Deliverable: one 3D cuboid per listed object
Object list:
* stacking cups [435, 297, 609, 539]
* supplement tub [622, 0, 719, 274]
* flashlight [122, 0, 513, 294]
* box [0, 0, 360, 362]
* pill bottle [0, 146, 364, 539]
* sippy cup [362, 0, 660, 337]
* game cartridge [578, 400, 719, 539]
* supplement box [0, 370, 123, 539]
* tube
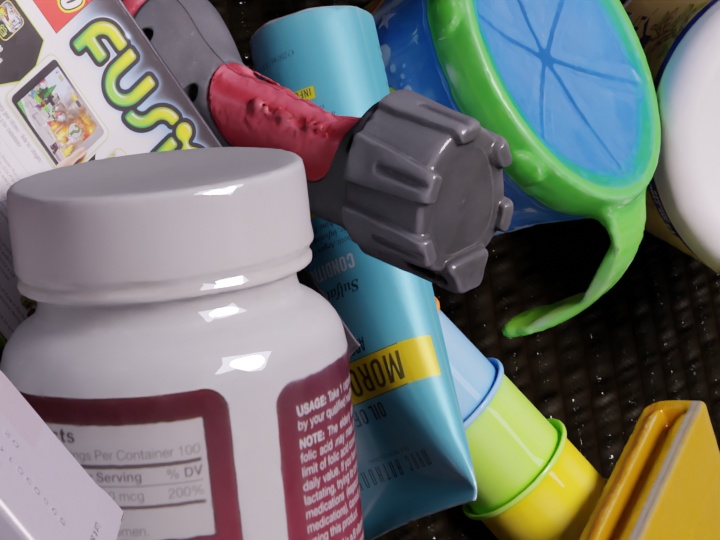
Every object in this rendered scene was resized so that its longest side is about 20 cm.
[{"bbox_3d":[0.028,0.042,0.966,0.200,0.060,0.061,48,40,-13],"label":"stacking cups"},{"bbox_3d":[0.185,-0.073,1.079,0.146,0.145,0.200,53,-1,-12],"label":"supplement tub"},{"bbox_3d":[-0.032,-0.060,0.843,0.068,0.199,0.068,34,82,-49],"label":"flashlight"},{"bbox_3d":[-0.092,-0.010,0.805,0.110,0.035,0.201,-46,119,-24],"label":"box"},{"bbox_3d":[-0.057,0.067,0.747,0.114,0.113,0.202,-19,108,-52],"label":"pill bottle"},{"bbox_3d":[0.037,-0.067,0.973,0.139,0.130,0.179,22,52,-44],"label":"sippy cup"},{"bbox_3d":[0.132,0.186,0.968,0.177,0.032,0.201,-54,133,-50],"label":"game cartridge"},{"bbox_3d":[-0.171,0.089,0.582,0.109,0.199,0.061,52,12,-13],"label":"supplement box"},{"bbox_3d":[0.000,0.000,0.889,0.050,0.077,0.202,-2,74,-35],"label":"tube"}]
